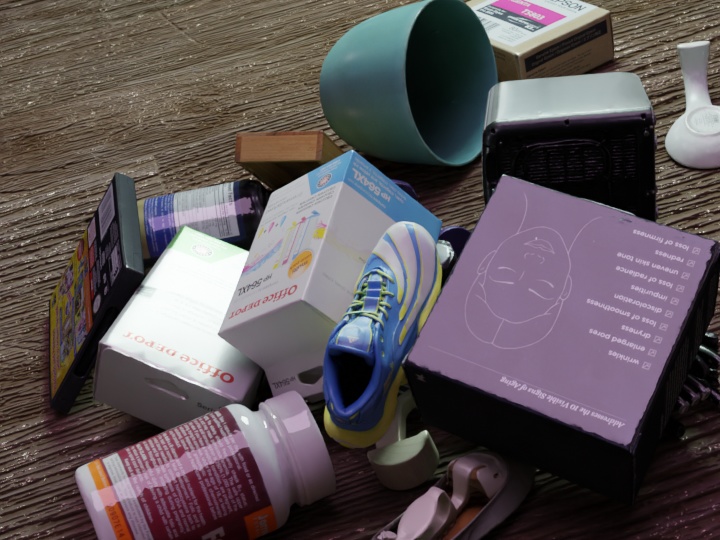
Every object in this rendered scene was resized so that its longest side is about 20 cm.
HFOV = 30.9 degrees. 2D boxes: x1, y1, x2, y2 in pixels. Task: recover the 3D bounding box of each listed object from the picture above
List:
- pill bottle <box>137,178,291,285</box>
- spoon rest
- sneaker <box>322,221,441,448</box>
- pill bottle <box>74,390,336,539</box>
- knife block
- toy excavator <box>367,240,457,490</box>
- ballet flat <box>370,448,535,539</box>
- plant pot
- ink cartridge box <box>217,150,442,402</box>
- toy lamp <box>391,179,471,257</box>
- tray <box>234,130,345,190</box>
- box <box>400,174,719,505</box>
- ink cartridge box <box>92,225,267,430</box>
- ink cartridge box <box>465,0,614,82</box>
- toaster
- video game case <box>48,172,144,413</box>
[{"bbox_3d":[-0.154,-0.039,1.442,0.199,0.112,0.112,-11,33,0],"label":"pill bottle"},{"bbox_3d":[0.410,-0.189,1.555,0.099,0.061,0.201,-5,47,12],"label":"spoon rest"},{"bbox_3d":[0.019,0.045,1.070,0.075,0.105,0.201,12,76,9],"label":"sneaker"},{"bbox_3d":[-0.129,0.183,1.105,0.199,0.115,0.114,-22,35,-14],"label":"pill bottle"},{"bbox_3d":[0.229,0.082,1.190,0.199,0.064,0.176,-2,34,13],"label":"knife block"},{"bbox_3d":[0.059,0.094,1.217,0.200,0.100,0.194,-37,40,-11],"label":"toy excavator"},{"bbox_3d":[0.080,0.192,1.073,0.067,0.064,0.200,19,44,37],"label":"ballet flat"},{"bbox_3d":[0.048,-0.223,1.590,0.160,0.201,0.201,-1,33,39],"label":"plant pot"},{"bbox_3d":[-0.029,0.018,1.206,0.128,0.125,0.201,-24,38,43],"label":"ink cartridge box"},{"bbox_3d":[0.059,-0.055,1.439,0.058,0.058,0.200,-20,27,-13],"label":"toy lamp"},{"bbox_3d":[-0.059,-0.112,1.469,0.098,0.200,0.037,0,79,17],"label":"tray"},{"bbox_3d":[0.170,0.055,1.083,0.199,0.124,0.197,20,64,22],"label":"box"},{"bbox_3d":[-0.153,0.064,1.273,0.146,0.085,0.200,22,41,5],"label":"ink cartridge box"},{"bbox_3d":[0.217,-0.316,1.771,0.164,0.075,0.200,-29,37,-23],"label":"ink cartridge box"},{"bbox_3d":[0.211,-0.098,1.361,0.199,0.182,0.119,-4,31,9],"label":"toaster"},{"bbox_3d":[-0.278,0.019,1.358,0.025,0.181,0.200,22,24,-25],"label":"video game case"}]
